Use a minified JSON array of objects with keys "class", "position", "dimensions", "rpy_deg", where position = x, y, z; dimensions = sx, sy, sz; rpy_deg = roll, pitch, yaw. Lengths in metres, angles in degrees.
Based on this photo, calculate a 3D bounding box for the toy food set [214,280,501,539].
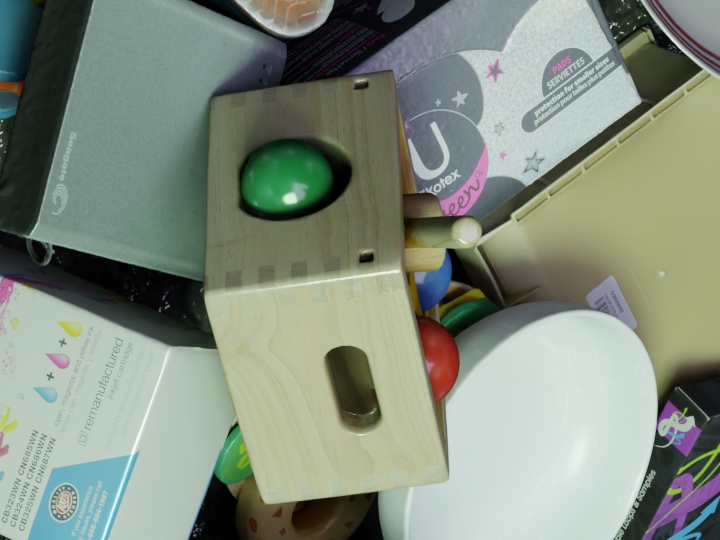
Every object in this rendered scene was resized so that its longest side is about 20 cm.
[{"class":"toy food set","position":[0.003,0.083,1.511],"dimensions":[0.199,0.049,0.199],"rpy_deg":[-27,144,-13]}]

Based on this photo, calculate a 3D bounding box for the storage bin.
[{"class":"storage bin","position":[0.165,-0.008,1.592],"dimensions":[0.198,0.094,0.201],"rpy_deg":[-36,118,-15]}]

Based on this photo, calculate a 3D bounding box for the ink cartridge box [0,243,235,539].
[{"class":"ink cartridge box","position":[-0.183,0.066,1.369],"dimensions":[0.129,0.199,0.125],"rpy_deg":[-70,162,3]}]

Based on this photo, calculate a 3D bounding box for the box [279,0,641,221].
[{"class":"box","position":[0.042,-0.104,1.486],"dimensions":[0.200,0.115,0.133],"rpy_deg":[-35,117,-15]}]

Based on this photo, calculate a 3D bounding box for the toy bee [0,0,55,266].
[{"class":"toy bee","position":[-0.165,-0.114,1.366],"dimensions":[0.108,0.131,0.201],"rpy_deg":[-20,98,-24]}]

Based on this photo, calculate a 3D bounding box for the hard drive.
[{"class":"hard drive","position":[-0.112,-0.074,1.327],"dimensions":[0.200,0.033,0.141],"rpy_deg":[16,88,-63]}]

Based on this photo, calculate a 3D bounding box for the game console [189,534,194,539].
[{"class":"game console","position":[-0.173,0.238,1.523],"dimensions":[0.175,0.117,0.201],"rpy_deg":[-19,115,10]}]

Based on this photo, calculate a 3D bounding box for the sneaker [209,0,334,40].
[{"class":"sneaker","position":[-0.099,-0.203,1.416],"dimensions":[0.071,0.080,0.200],"rpy_deg":[-43,98,-13]}]

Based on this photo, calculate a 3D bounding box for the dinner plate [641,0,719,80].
[{"class":"dinner plate","position":[0.220,-0.191,1.558],"dimensions":[0.199,0.024,0.201],"rpy_deg":[19,55,-29]}]

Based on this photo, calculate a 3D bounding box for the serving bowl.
[{"class":"serving bowl","position":[0.082,0.105,1.483],"dimensions":[0.199,0.066,0.201],"rpy_deg":[-20,123,-34]}]

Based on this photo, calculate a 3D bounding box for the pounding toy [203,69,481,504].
[{"class":"pounding toy","position":[0.000,0.000,1.308],"dimensions":[0.141,0.185,0.201],"rpy_deg":[-8,133,6]}]

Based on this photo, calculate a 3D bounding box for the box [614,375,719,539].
[{"class":"box","position":[0.216,0.146,1.628],"dimensions":[0.142,0.036,0.201],"rpy_deg":[-13,138,-42]}]
